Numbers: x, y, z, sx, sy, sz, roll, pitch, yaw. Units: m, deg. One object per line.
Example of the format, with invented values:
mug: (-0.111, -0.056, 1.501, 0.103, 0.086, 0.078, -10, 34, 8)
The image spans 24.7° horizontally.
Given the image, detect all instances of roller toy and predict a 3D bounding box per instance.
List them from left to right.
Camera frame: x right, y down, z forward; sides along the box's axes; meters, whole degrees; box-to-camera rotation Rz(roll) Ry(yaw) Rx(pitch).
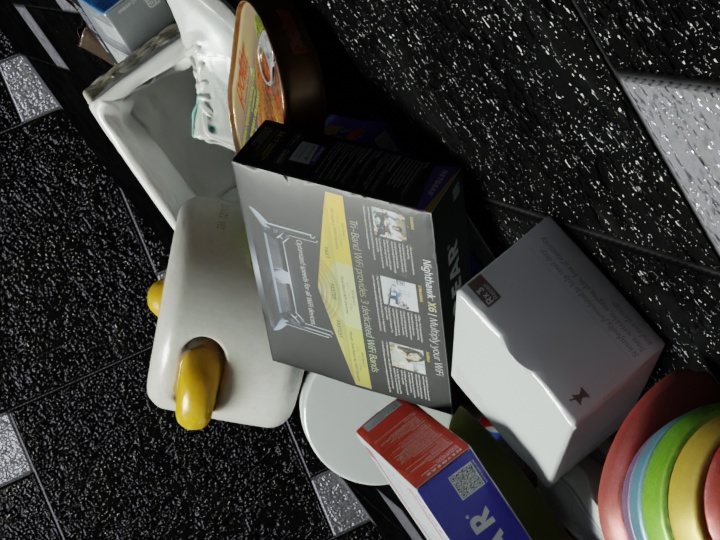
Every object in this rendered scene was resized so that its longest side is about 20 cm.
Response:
roller toy: (-0.113, 0.036, 1.402, 0.138, 0.203, 0.182, 10, 175, -5)

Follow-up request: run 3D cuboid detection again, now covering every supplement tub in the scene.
supplement tub: (0.009, 0.095, 1.435, 0.132, 0.131, 0.200, 54, -176, -13)

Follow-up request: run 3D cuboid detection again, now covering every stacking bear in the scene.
stacking bear: (0.204, 0.115, 0.831, 0.122, 0.113, 0.200, 52, 165, -1)

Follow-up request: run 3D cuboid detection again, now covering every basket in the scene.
basket: (-0.152, -0.121, 1.528, 0.201, 0.135, 0.123, 56, 173, -23)

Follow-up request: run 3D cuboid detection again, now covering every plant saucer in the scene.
plant saucer: (0.122, 0.195, 1.267, 0.201, 0.031, 0.200, 54, 173, 10)

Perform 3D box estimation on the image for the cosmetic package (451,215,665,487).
cosmetic package: (0.122, 0.059, 1.064, 0.113, 0.081, 0.200, 49, 168, 13)

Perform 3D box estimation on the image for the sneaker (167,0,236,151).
sneaker: (-0.115, -0.151, 1.375, 0.201, 0.088, 0.075, 55, 171, -13)

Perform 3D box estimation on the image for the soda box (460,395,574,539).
soda box: (0.143, 0.163, 1.364, 0.070, 0.063, 0.200, 59, 167, -27)

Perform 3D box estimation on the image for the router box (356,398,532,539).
router box: (0.087, 0.200, 1.196, 0.201, 0.049, 0.179, 57, 173, -14)

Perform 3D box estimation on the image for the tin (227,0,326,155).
tin: (-0.064, -0.124, 1.231, 0.200, 0.041, 0.113, 107, 141, -62)

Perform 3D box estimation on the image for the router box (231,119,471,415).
router box: (0.000, 0.000, 1.175, 0.156, 0.052, 0.201, 16, 138, 23)

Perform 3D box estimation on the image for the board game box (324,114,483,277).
board game box: (0.036, -0.023, 1.263, 0.201, 0.045, 0.134, 55, 170, -17)

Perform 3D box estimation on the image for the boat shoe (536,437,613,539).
boat shoe: (0.174, 0.173, 1.173, 0.200, 0.071, 0.069, -145, 52, -60)

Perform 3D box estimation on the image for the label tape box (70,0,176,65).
label tape box: (-0.202, -0.207, 1.645, 0.143, 0.066, 0.201, 36, 159, 58)

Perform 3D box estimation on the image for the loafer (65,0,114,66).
loafer: (-0.271, -0.256, 1.763, 0.201, 0.071, 0.073, 55, 170, -14)
